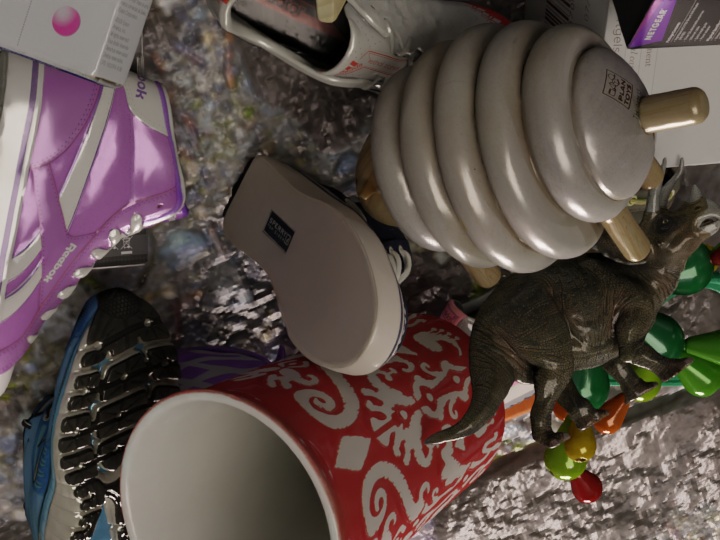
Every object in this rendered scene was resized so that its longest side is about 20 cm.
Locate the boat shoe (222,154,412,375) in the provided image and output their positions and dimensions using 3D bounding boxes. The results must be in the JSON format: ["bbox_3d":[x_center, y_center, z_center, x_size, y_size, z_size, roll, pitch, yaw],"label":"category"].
[{"bbox_3d":[0.000,0.000,0.839,0.092,0.200,0.075,18,109,-31],"label":"boat shoe"}]

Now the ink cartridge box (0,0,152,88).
[{"bbox_3d":[-0.166,-0.207,0.686,0.195,0.043,0.201,20,94,11],"label":"ink cartridge box"}]

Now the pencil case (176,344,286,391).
[{"bbox_3d":[-0.087,0.144,0.947,0.085,0.084,0.201,-2,116,-5],"label":"pencil case"}]

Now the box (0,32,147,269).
[{"bbox_3d":[-0.214,-0.075,0.823,0.199,0.044,0.161,-5,117,-14],"label":"box"}]

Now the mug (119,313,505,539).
[{"bbox_3d":[-0.031,0.100,0.839,0.177,0.200,0.134,-5,101,34],"label":"mug"}]

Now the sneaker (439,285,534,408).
[{"bbox_3d":[0.052,0.062,0.956,0.200,0.070,0.082,-38,127,-5],"label":"sneaker"}]

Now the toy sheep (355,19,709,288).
[{"bbox_3d":[0.081,-0.061,0.770,0.199,0.138,0.138,-15,126,32],"label":"toy sheep"}]

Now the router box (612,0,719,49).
[{"bbox_3d":[0.185,-0.208,0.788,0.148,0.201,0.051,-5,152,-14],"label":"router box"}]

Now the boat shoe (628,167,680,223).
[{"bbox_3d":[0.100,-0.059,0.904,0.201,0.072,0.060,14,123,-29],"label":"boat shoe"}]

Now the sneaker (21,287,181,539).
[{"bbox_3d":[-0.166,0.092,0.891,0.078,0.090,0.201,-11,130,-41],"label":"sneaker"}]

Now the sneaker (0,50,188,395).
[{"bbox_3d":[-0.150,-0.011,0.809,0.114,0.073,0.202,9,114,-24],"label":"sneaker"}]

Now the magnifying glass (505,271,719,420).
[{"bbox_3d":[0.165,0.058,1.017,0.199,0.022,0.080,-22,120,-7],"label":"magnifying glass"}]

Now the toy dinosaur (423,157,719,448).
[{"bbox_3d":[0.110,0.033,0.830,0.199,0.077,0.103,-28,80,-7],"label":"toy dinosaur"}]

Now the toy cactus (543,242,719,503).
[{"bbox_3d":[0.161,0.039,0.908,0.165,0.102,0.200,37,106,-30],"label":"toy cactus"}]

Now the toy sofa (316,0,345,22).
[{"bbox_3d":[-0.097,-0.182,0.736,0.198,0.083,0.098,5,122,10],"label":"toy sofa"}]

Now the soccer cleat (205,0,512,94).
[{"bbox_3d":[0.011,-0.121,0.826,0.199,0.085,0.069,18,112,-12],"label":"soccer cleat"}]

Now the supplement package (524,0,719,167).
[{"bbox_3d":[0.203,-0.136,0.871,0.199,0.117,0.118,-6,118,-14],"label":"supplement package"}]
